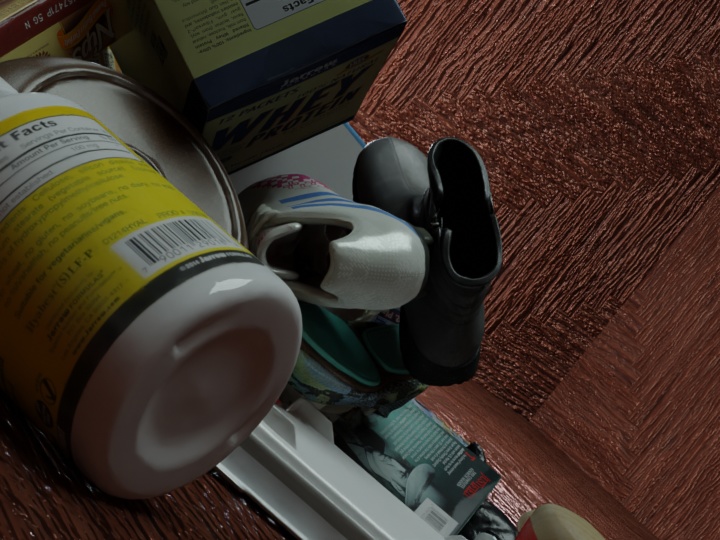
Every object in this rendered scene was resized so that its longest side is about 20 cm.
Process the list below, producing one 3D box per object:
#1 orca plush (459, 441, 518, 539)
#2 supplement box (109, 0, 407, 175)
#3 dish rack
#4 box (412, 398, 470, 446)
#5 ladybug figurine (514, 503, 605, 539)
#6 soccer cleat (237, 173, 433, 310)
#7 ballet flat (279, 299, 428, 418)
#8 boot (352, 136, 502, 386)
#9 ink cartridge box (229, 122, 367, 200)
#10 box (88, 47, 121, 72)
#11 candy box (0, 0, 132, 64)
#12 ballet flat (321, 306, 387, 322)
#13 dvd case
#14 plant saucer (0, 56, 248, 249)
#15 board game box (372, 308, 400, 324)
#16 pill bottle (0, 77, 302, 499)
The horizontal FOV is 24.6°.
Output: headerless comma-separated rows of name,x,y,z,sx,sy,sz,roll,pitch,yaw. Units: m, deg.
orca plush,0.070,0.158,1.204,0.105,0.071,0.200,38,2,-26
supplement box,-0.090,-0.184,1.049,0.200,0.134,0.200,63,-14,6
dish rack,-0.001,0.132,0.905,0.200,0.044,0.172,40,1,10
box,0.048,0.148,1.503,0.137,0.040,0.200,40,2,3
ladybug figurine,0.137,0.212,0.890,0.200,0.072,0.136,53,-2,38
soccer cleat,-0.042,-0.021,0.994,0.086,0.070,0.200,1,8,-37
ballet flat,-0.016,0.065,1.027,0.074,0.074,0.200,40,10,26
boot,0.048,-0.040,1.038,0.132,0.070,0.200,100,-24,-50
ink cartridge box,-0.109,-0.076,1.253,0.147,0.146,0.200,49,-17,-28
box,-0.235,-0.121,1.074,0.119,0.042,0.200,-5,8,6
candy box,-0.251,-0.160,1.002,0.200,0.115,0.055,18,-47,34
ballet flat,0.000,0.000,1.126,0.072,0.072,0.200,39,41,17
dvd case,-0.006,0.104,1.101,0.200,0.022,0.146,37,22,8
plant saucer,-0.133,-0.039,0.903,0.200,0.032,0.201,28,44,-31
board game box,-0.001,0.043,1.281,0.062,0.200,0.200,27,-19,-5
pill bottle,-0.127,-0.006,0.697,0.200,0.111,0.111,40,2,29
